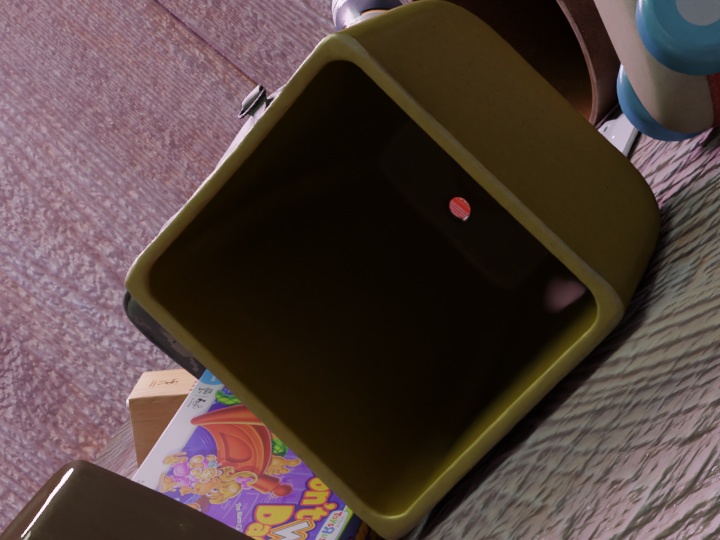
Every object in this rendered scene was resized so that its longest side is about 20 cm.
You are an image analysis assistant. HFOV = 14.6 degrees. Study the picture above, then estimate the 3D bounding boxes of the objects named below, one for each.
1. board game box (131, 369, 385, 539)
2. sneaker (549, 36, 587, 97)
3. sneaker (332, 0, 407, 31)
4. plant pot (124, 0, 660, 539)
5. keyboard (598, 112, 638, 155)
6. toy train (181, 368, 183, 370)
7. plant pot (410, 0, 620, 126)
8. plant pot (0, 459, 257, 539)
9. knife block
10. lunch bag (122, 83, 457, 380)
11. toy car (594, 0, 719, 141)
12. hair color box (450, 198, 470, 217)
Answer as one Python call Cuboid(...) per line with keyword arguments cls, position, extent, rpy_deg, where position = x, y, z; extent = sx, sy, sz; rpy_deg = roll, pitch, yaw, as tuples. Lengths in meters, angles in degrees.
Cuboid(cls="board game box", position=(-0.052, 0.126, 1.488), extent=(0.134, 0.045, 0.200), rpy_deg=(3, 34, 22))
Cuboid(cls="sneaker", position=(0.154, -0.169, 1.991), extent=(0.075, 0.081, 0.200), rpy_deg=(-43, 11, 44))
Cuboid(cls="sneaker", position=(0.052, -0.139, 2.171), extent=(0.078, 0.200, 0.080), rpy_deg=(-37, 38, 22))
Cuboid(cls="plant pot", position=(0.039, -0.022, 1.454), extent=(0.196, 0.194, 0.200), rpy_deg=(-47, -2, 31))
Cuboid(cls="keyboard", position=(0.145, -0.057, 1.704), extent=(0.056, 0.011, 0.200), rpy_deg=(-41, 10, 32))
Cuboid(cls="toy train", position=(-0.047, 0.044, 2.260), extent=(0.200, 0.085, 0.116), rpy_deg=(-46, -6, 39))
Cuboid(cls="plant pot", position=(0.160, -0.215, 1.872), extent=(0.200, 0.187, 0.187), rpy_deg=(-38, 0, -22))
Cuboid(cls="plant pot", position=(-0.090, 0.177, 1.216), extent=(0.200, 0.175, 0.200), rpy_deg=(-49, 7, 8))
Cuboid(cls="knife block", position=(-0.082, 0.125, 2.132), extent=(0.064, 0.175, 0.201), rpy_deg=(-64, -30, -72))
Cuboid(cls="lunch bag", position=(-0.012, 0.002, 1.627), extent=(0.139, 0.200, 0.168), rpy_deg=(-40, 15, 48))
Cuboid(cls="toy car", position=(0.212, -0.182, 1.448), extent=(0.199, 0.177, 0.184), rpy_deg=(-23, -10, -2))
Cuboid(cls="hair color box", position=(0.066, -0.068, 2.116), extent=(0.200, 0.061, 0.102), rpy_deg=(-46, 8, 47))
